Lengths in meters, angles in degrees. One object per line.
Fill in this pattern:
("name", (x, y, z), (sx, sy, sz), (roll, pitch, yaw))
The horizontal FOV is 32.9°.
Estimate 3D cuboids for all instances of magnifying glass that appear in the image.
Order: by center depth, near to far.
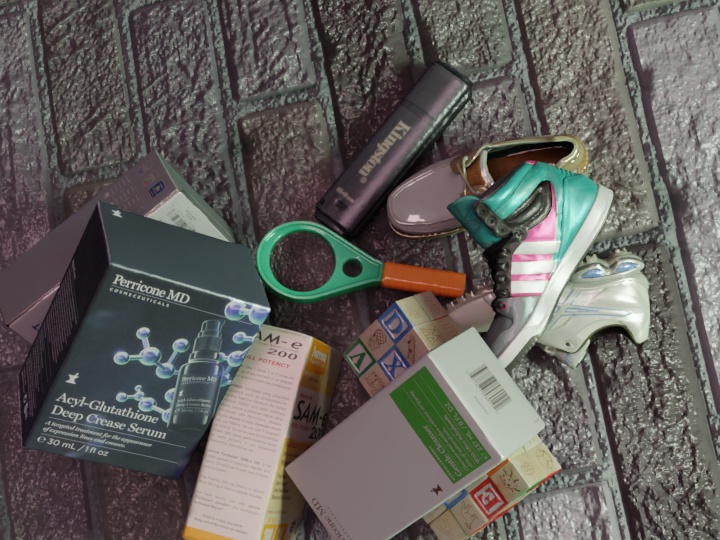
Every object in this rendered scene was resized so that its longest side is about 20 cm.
("magnifying glass", (0.000, 0.000, 1.161), (0.200, 0.022, 0.080), (9, 70, -2))

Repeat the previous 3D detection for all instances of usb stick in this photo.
("usb stick", (0.033, -0.118, 1.196), (0.055, 0.033, 0.200), (39, 90, 15))

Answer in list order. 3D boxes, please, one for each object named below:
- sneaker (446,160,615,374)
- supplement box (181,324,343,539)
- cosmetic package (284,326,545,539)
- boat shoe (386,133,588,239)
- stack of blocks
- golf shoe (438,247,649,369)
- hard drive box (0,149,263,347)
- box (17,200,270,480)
("sneaker", (0.119, -0.012, 1.044), (0.121, 0.084, 0.200), (31, 82, -4))
("supplement box", (-0.085, 0.156, 1.120), (0.073, 0.126, 0.200), (12, 83, 15))
("cosmetic package", (0.043, 0.149, 1.031), (0.200, 0.085, 0.108), (-44, 79, 34))
("boat shoe", (0.115, -0.087, 1.153), (0.200, 0.068, 0.075), (-20, 76, 8))
("stack of blocks", (0.071, 0.134, 1.100), (0.115, 0.059, 0.200), (-46, 71, 34))
("golf shoe", (0.167, 0.047, 1.116), (0.200, 0.078, 0.097), (-13, 83, 10))
("hard drive box", (-0.217, 0.009, 1.153), (0.200, 0.156, 0.077), (-38, 46, 2))
("box", (-0.193, 0.065, 1.067), (0.200, 0.148, 0.107), (-61, 29, 22))
